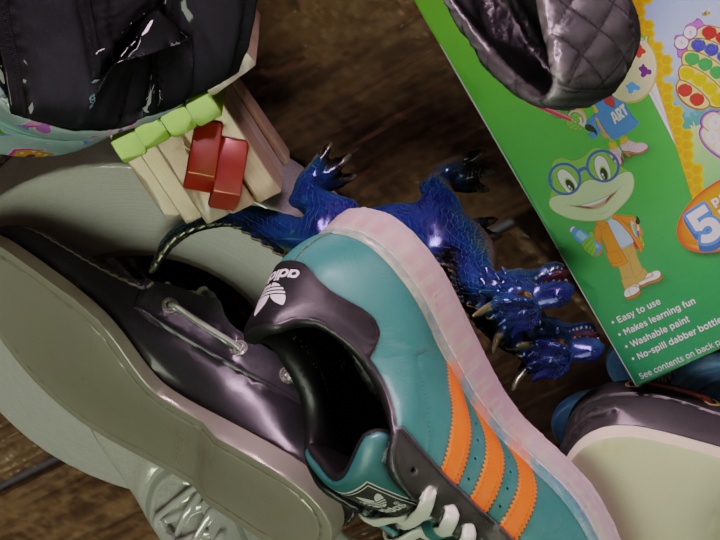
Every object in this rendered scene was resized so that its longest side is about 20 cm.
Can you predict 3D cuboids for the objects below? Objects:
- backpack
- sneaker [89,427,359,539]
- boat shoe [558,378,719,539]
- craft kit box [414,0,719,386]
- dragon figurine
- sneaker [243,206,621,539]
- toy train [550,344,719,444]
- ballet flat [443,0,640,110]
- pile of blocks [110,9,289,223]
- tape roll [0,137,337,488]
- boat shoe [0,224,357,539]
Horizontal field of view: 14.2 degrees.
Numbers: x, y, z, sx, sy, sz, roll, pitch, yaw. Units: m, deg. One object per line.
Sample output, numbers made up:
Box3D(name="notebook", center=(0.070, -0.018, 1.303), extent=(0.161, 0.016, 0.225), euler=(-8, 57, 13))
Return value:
Box3D(name="backpack", center=(-0.113, -0.142, 1.023), extent=(0.127, 0.167, 0.200), euler=(-5, 96, 64))
Box3D(name="sneaker", center=(-0.049, 0.122, 1.260), extent=(0.200, 0.081, 0.075), euler=(47, 129, -4))
Box3D(name="boat shoe", center=(0.173, 0.098, 1.131), extent=(0.201, 0.063, 0.074), euler=(22, 115, -4))
Box3D(name="craft kit box", center=(0.140, -0.081, 1.072), extent=(0.200, 0.049, 0.198), euler=(-27, 93, 33))
Box3D(name="dragon figurine", center=(0.000, 0.000, 1.148), extent=(0.200, 0.099, 0.059), euler=(3, 124, 12))
Box3D(name="sneaker", center=(0.025, 0.078, 1.080), extent=(0.071, 0.080, 0.200), euler=(-27, 99, 50))
Box3D(name="toy train", center=(0.157, 0.068, 1.216), extent=(0.114, 0.087, 0.200), euler=(17, 137, -16))
Box3D(name="ballet flat", center=(0.028, -0.141, 1.048), extent=(0.200, 0.057, 0.066), euler=(48, 121, 10))
Box3D(name="pile of blocks", center=(-0.077, -0.099, 1.124), extent=(0.082, 0.062, 0.200), euler=(-4, 119, 3))
Box3D(name="tape roll", center=(-0.083, 0.020, 1.274), extent=(0.203, 0.037, 0.203), euler=(7, 132, 8))
Box3D(name="boat shoe", center=(-0.077, 0.040, 1.224), extent=(0.200, 0.063, 0.073), euler=(36, 144, 9))
